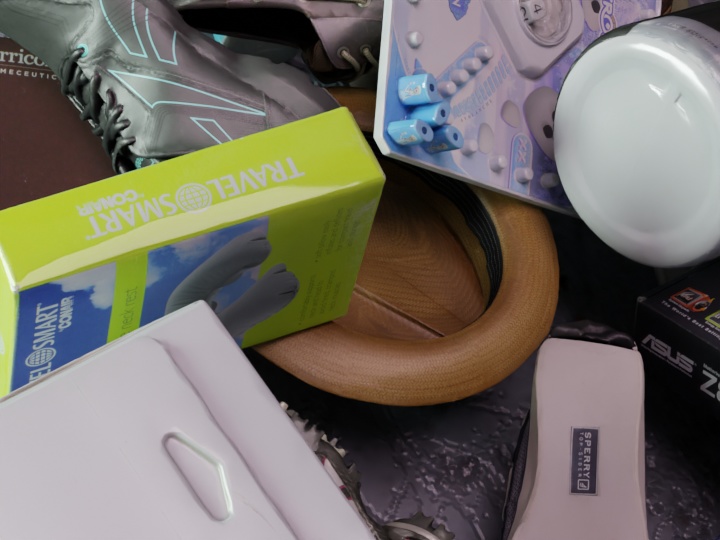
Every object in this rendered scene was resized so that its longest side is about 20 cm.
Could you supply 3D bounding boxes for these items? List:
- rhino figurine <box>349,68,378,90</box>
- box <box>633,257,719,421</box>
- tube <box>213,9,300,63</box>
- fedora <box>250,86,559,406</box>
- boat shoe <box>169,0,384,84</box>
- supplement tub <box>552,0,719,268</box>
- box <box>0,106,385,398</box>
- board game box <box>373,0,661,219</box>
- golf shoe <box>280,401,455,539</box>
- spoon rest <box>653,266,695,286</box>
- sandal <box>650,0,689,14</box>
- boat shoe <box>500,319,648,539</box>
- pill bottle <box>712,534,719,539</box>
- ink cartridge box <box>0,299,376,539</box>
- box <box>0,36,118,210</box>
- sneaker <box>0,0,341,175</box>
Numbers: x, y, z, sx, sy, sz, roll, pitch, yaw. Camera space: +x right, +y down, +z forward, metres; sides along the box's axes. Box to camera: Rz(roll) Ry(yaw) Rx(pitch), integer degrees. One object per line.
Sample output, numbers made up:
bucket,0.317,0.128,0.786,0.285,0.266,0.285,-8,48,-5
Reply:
rhino figurine,0.064,-0.145,1.366,0.087,0.060,0.200,16,52,24
box,0.261,0.046,1.220,0.161,0.049,0.200,-23,41,-33
tube,-0.077,-0.206,1.378,0.077,0.050,0.200,-4,58,-20
fedora,0.000,0.000,1.252,0.201,0.082,0.201,5,55,-7
boat shoe,-0.008,-0.132,1.281,0.200,0.074,0.073,14,74,5
supplement tub,0.202,-0.080,1.242,0.200,0.123,0.123,-18,65,-43
box,-0.094,0.001,1.108,0.200,0.122,0.048,-18,63,-20
board game box,0.093,-0.135,1.247,0.200,0.026,0.200,16,74,-42
golf shoe,-0.030,0.129,1.171,0.200,0.077,0.088,37,64,8
spoon rest,0.204,-0.045,1.348,0.099,0.061,0.200,8,57,-13
sandal,0.139,-0.153,1.345,0.201,0.057,0.080,12,69,-60
boat shoe,0.105,0.132,1.191,0.075,0.093,0.200,9,61,7
pill bottle,0.232,0.159,1.201,0.200,0.111,0.111,-29,71,-28
ink cartridge box,-0.103,0.139,1.067,0.145,0.200,0.145,-27,70,-28
box,-0.157,-0.014,1.223,0.100,0.075,0.200,6,56,-11
sneaker,-0.105,-0.088,1.195,0.200,0.075,0.079,27,64,7
